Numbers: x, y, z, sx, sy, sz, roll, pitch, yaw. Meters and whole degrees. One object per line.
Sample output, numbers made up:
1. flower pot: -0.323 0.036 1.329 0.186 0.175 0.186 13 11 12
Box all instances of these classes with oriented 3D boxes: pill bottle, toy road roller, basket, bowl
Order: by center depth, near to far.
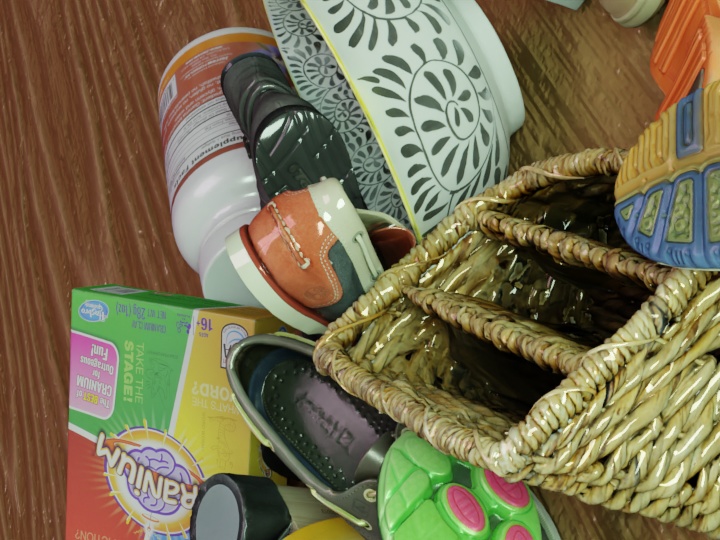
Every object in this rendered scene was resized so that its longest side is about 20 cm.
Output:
1. basket: 0.093 0.013 0.800 0.200 0.148 0.144 27 100 66
2. toy road roller: -0.038 0.212 0.990 0.201 0.122 0.146 -61 39 24
3. bowl: 0.029 -0.098 1.022 0.094 0.202 0.201 -28 29 -6
4. pill bottle: -0.071 -0.060 1.228 0.112 0.112 0.201 -56 31 33

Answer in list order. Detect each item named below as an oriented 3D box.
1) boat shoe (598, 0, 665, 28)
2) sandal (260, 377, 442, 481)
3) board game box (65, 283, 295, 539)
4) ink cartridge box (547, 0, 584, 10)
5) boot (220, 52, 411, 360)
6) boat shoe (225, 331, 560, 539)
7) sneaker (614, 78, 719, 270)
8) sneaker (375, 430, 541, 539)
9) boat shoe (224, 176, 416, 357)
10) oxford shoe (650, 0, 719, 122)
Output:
1. boat shoe: 0.128 -0.174 0.864 0.200 0.064 0.072 100 -165 -76
2. sandal: 0.007 0.093 1.025 0.200 0.075 0.045 -31 59 52
3. board game box: -0.114 0.117 1.154 0.152 0.040 0.202 7 98 36
4. ink cartridge box: 0.097 -0.266 0.963 0.200 0.144 0.146 -49 35 41
5. boot: -0.023 -0.024 1.085 0.132 0.069 0.201 -124 19 -66
6. boat shoe: 0.011 0.097 0.919 0.201 0.060 0.072 35 88 30
7. sneaker: 0.186 -0.033 0.666 0.199 0.088 0.076 -13 65 42
8. sneaker: 0.052 0.164 0.822 0.201 0.076 0.084 70 156 15
9. boat shoe: 0.000 0.000 0.931 0.062 0.200 0.071 -37 68 10
10. oxford shoe: 0.171 -0.095 0.811 0.201 0.072 0.072 -75 6 -51
